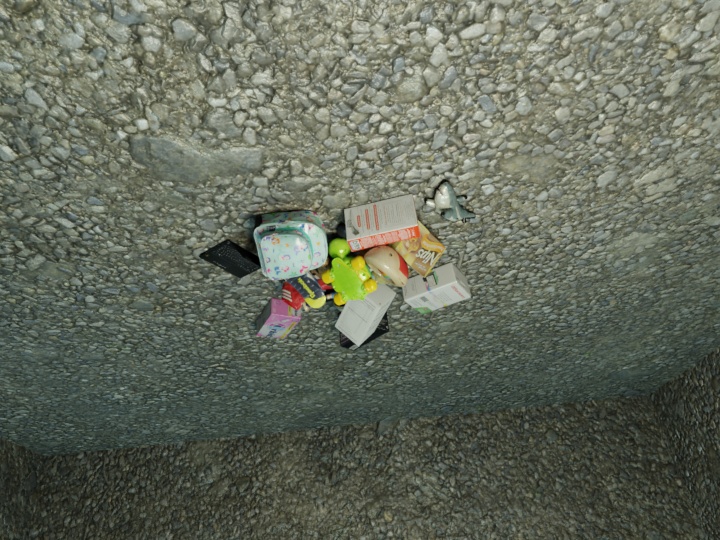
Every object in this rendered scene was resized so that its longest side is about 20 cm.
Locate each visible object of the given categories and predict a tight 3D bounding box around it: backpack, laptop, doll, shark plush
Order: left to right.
[{"bbox_3d":[-0.358,-0.006,1.577,0.199,0.104,0.177,-24,144,26],"label":"laptop"},{"bbox_3d":[-0.190,-0.073,1.452,0.198,0.151,0.179,-10,124,-7],"label":"backpack"},{"bbox_3d":[-0.097,0.079,1.766,0.199,0.049,0.136,-21,-173,22],"label":"doll"},{"bbox_3d":[0.274,-0.177,1.460,0.199,0.091,0.084,25,107,-34],"label":"shark plush"}]

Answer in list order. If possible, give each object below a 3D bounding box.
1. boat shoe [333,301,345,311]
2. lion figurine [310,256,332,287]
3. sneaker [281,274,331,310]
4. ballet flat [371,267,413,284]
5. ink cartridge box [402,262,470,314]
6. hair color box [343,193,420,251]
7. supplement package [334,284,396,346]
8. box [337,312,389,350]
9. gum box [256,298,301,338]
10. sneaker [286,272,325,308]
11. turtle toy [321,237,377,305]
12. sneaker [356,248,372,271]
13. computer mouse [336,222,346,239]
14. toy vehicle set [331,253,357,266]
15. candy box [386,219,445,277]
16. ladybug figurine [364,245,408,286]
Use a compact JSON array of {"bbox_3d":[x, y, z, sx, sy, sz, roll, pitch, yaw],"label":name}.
[{"bbox_3d":[-0.012,0.104,1.847,0.199,0.074,0.069,-23,146,33],"label":"boat shoe"},{"bbox_3d":[-0.109,-0.008,1.602,0.073,0.122,0.200,-53,151,-8],"label":"lion figurine"},{"bbox_3d":[-0.167,0.079,1.712,0.198,0.116,0.078,-3,152,18],"label":"sneaker"},{"bbox_3d":[0.109,-0.004,1.661,0.199,0.071,0.071,-12,162,-49],"label":"ballet flat"},{"bbox_3d":[0.267,0.066,1.831,0.199,0.085,0.145,-22,146,25],"label":"ink cartridge box"},{"bbox_3d":[0.059,-0.132,1.444,0.198,0.112,0.064,-11,149,8],"label":"hair color box"},{"bbox_3d":[0.016,0.132,1.734,0.109,0.114,0.201,-36,160,-48],"label":"supplement package"},{"bbox_3d":[0.008,0.191,1.934,0.078,0.142,0.200,22,139,-35],"label":"box"},{"bbox_3d":[-0.308,0.185,1.932,0.113,0.067,0.200,11,145,-24],"label":"gum box"},{"bbox_3d":[-0.182,0.029,1.632,0.074,0.201,0.082,-34,-176,4],"label":"sneaker"},{"bbox_3d":[-0.034,-0.001,1.533,0.145,0.101,0.201,-22,103,25],"label":"turtle toy"},{"bbox_3d":[0.056,-0.043,1.598,0.088,0.076,0.200,9,135,-45],"label":"sneaker"},{"bbox_3d":[-0.008,-0.085,1.582,0.058,0.034,0.200,-23,146,24],"label":"computer mouse"},{"bbox_3d":[0.000,0.000,1.728,0.199,0.027,0.124,12,144,-28],"label":"toy vehicle set"},{"bbox_3d":[0.166,-0.072,1.563,0.116,0.055,0.200,-53,139,1],"label":"candy box"},{"bbox_3d":[0.082,-0.016,1.491,0.135,0.072,0.200,32,173,22],"label":"ladybug figurine"}]
